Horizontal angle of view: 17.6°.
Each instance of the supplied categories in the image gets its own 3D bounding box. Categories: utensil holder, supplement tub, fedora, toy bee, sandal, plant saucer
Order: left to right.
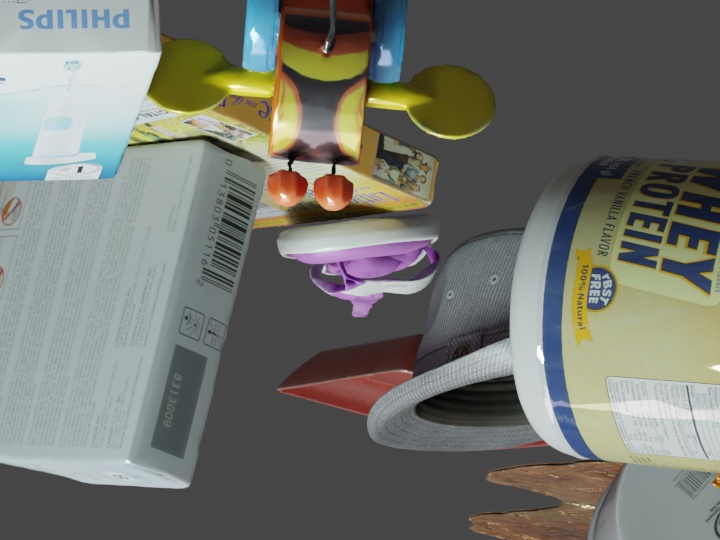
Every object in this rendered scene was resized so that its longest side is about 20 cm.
[{"bbox_3d":[-0.023,-0.072,0.891,0.131,0.109,0.200,2,168,19],"label":"toy bee"},{"bbox_3d":[0.007,-0.001,1.243,0.082,0.050,0.203,-9,178,8],"label":"sandal"},{"bbox_3d":[0.069,0.088,1.698,0.200,0.037,0.199,17,166,-25],"label":"plant saucer"},{"bbox_3d":[0.093,0.031,1.263,0.176,0.091,0.200,4,161,-32],"label":"fedora"},{"bbox_3d":[0.259,0.197,1.726,0.169,0.170,0.200,10,166,3],"label":"utensil holder"},{"bbox_3d":[0.184,0.022,1.064,0.199,0.145,0.144,3,166,28],"label":"supplement tub"}]

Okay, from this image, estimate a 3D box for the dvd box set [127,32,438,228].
[{"bbox_3d":[-0.081,-0.068,1.141,0.200,0.029,0.146,21,163,-38],"label":"dvd box set"}]

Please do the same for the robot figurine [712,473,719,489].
[{"bbox_3d":[0.295,0.139,1.536,0.145,0.058,0.200,36,-166,10],"label":"robot figurine"}]

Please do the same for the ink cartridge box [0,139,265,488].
[{"bbox_3d":[-0.144,0.022,1.151,0.200,0.161,0.047,-3,160,45],"label":"ink cartridge box"}]

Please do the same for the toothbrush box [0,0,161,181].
[{"bbox_3d":[-0.159,-0.095,0.901,0.146,0.086,0.200,-2,171,-10],"label":"toothbrush box"}]
